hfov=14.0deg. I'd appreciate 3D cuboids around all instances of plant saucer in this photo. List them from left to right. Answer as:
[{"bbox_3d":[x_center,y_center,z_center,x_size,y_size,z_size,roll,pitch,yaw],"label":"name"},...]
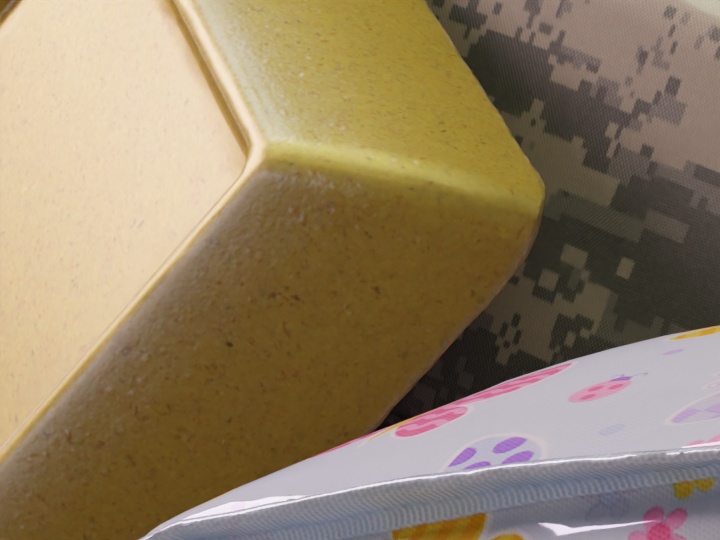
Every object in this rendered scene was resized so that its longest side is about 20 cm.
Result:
[{"bbox_3d":[-0.068,-0.005,0.687,0.048,0.200,0.200,29,20,-36],"label":"plant saucer"}]

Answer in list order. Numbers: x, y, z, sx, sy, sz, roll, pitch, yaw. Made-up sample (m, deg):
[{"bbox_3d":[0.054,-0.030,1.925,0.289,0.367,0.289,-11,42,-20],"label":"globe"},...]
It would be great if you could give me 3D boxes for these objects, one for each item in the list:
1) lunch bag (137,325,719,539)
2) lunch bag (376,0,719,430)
[{"bbox_3d":[0.089,0.065,0.451,0.200,0.127,0.170,-15,0,40],"label":"lunch bag"},{"bbox_3d":[0.095,-0.003,0.731,0.200,0.139,0.168,24,11,32],"label":"lunch bag"}]
